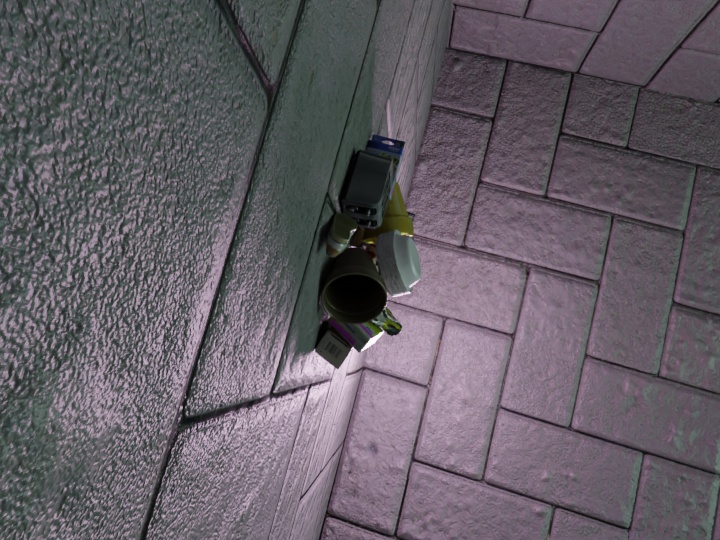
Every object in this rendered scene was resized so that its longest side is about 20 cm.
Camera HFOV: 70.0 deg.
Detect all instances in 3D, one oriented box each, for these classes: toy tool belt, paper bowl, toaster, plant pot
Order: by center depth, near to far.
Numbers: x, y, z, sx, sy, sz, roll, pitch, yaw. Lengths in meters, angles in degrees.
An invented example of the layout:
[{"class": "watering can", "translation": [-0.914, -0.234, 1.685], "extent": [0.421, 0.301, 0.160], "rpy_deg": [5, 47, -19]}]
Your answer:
[{"class": "toaster", "translation": [0.022, -0.241, 1.528], "extent": [0.181, 0.116, 0.204], "rpy_deg": [84, 21, -71]}, {"class": "plant pot", "translation": [-0.021, 0.028, 1.552], "extent": [0.175, 0.195, 0.203], "rpy_deg": [-92, -172, -49]}, {"class": "paper bowl", "translation": [0.126, -0.027, 1.614], "extent": [0.200, 0.102, 0.205], "rpy_deg": [-14, 90, -74]}, {"class": "toy tool belt", "translation": [0.000, 0.000, 1.764], "extent": [0.124, 0.123, 0.200], "rpy_deg": [-65, -172, -27]}, {"class": "plant pot", "translation": [0.077, -0.199, 1.770], "extent": [0.201, 0.196, 0.193], "rpy_deg": [24, 59, -82]}]

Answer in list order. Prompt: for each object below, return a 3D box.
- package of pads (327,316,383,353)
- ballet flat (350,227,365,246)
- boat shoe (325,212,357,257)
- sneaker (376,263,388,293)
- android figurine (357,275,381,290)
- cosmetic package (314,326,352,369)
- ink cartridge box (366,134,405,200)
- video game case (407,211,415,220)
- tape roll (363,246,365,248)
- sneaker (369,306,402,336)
[{"class": "package of pads", "translation": [-0.016, 0.183, 1.701], "extent": [0.068, 0.154, 0.200], "rpy_deg": [-49, 168, 11]}, {"class": "ballet flat", "translation": [-0.004, -0.179, 1.674], "extent": [0.063, 0.068, 0.204], "rpy_deg": [17, 83, -53]}, {"class": "boat shoe", "translation": [-0.059, -0.099, 1.405], "extent": [0.069, 0.074, 0.200], "rpy_deg": [-57, -178, 23]}, {"class": "sneaker", "translation": [0.089, 0.045, 1.857], "extent": [0.081, 0.145, 0.202], "rpy_deg": [49, 19, -37]}, {"class": "android figurine", "translation": [0.033, 0.056, 1.714], "extent": [0.042, 0.180, 0.200], "rpy_deg": [64, -14, 1]}, {"class": "cosmetic package", "translation": [-0.071, 0.239, 1.715], "extent": [0.088, 0.103, 0.200], "rpy_deg": [-55, 177, 10]}, {"class": "ink cartridge box", "translation": [0.066, -0.341, 1.663], "extent": [0.042, 0.117, 0.204], "rpy_deg": [57, 48, -77]}, {"class": "video game case", "translation": [0.140, -0.150, 2.025], "extent": [0.199, 0.025, 0.184], "rpy_deg": [3, 107, -62]}, {"class": "tape roll", "translation": [0.070, -0.169, 1.951], "extent": [0.203, 0.037, 0.206], "rpy_deg": [-44, 145, -41]}, {"class": "sneaker", "translation": [0.061, 0.150, 1.754], "extent": [0.074, 0.200, 0.085], "rpy_deg": [-42, -145, 3]}]
